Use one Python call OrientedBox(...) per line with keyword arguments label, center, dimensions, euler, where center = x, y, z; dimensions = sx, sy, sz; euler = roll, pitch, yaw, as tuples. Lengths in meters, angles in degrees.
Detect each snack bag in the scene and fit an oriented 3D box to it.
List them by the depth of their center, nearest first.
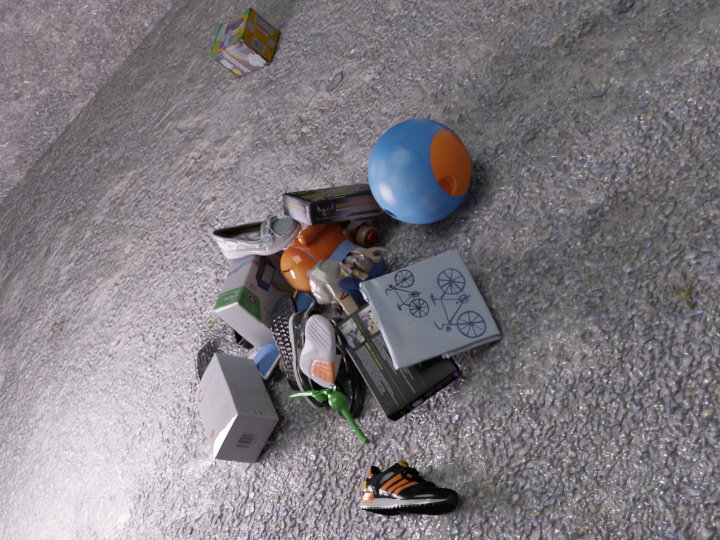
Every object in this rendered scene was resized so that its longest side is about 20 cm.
OrientedBox(label="snack bag", center=(0.119, 0.070, 1.493), dimensions=(0.199, 0.021, 0.189), euler=(-19, 62, -9))

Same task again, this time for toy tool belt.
OrientedBox(label="toy tool belt", center=(0.000, 0.000, 1.732), dimensions=(0.123, 0.125, 0.200), euler=(26, 68, 34))

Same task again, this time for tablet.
OrientedBox(label="tablet", center=(-0.167, 0.135, 1.871), dimensions=(0.200, 0.014, 0.130), euler=(-57, 23, -1))

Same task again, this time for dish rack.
OrientedBox(label="dish rack", center=(-0.327, 0.175, 2.006), dimensions=(0.200, 0.054, 0.154), euler=(-43, 39, 18))

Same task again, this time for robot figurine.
OrientedBox(label="robot figurine", center=(-0.087, -0.031, 1.807), dimensions=(0.200, 0.117, 0.144), euler=(-45, 1, -27))

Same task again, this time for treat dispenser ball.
OrientedBox(label="treat dispenser ball", center=(0.113, -0.190, 1.656), dimensions=(0.200, 0.201, 0.202), euler=(-27, 47, 33))

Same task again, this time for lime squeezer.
OrientedBox(label="lime squeezer", center=(-0.058, 0.250, 1.620), dimensions=(0.199, 0.071, 0.038), euler=(24, 48, 34))

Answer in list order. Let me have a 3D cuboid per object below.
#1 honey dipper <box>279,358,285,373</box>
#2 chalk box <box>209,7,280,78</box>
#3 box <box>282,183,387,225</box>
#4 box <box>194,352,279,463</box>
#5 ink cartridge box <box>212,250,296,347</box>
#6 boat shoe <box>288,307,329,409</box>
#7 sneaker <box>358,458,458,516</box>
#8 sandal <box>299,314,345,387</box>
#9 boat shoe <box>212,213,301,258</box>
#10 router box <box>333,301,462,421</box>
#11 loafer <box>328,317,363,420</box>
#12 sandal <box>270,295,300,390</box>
OrientedBox(label="honey dipper", center=(-0.084, 0.173, 1.757), dimensions=(0.199, 0.038, 0.038), euler=(-21, 51, 36))
OrientedBox(label="chalk box", center=(-0.359, -0.668, 2.565), dimensions=(0.199, 0.124, 0.124), euler=(-10, 58, 42))
OrientedBox(label="box", center=(-0.043, -0.141, 1.787), dimensions=(0.158, 0.199, 0.049), euler=(-155, 59, -62))
OrientedBox(label="box", center=(-0.264, 0.287, 1.804), dimensions=(0.125, 0.097, 0.200), euler=(-61, 36, 22))
OrientedBox(label="ink cartridge box", center=(-0.218, 0.042, 1.877), dimensions=(0.087, 0.145, 0.201), euler=(-21, 40, 35))
OrientedBox(label="boat shoe", center=(-0.091, 0.173, 1.698), dimensions=(0.067, 0.072, 0.201), euler=(-22, 72, 38))
OrientedBox(label="sneaker", center=(0.077, 0.355, 1.426), dimensions=(0.200, 0.070, 0.090), euler=(-17, 56, 42))
OrientedBox(label="sandal", center=(-0.061, 0.141, 1.581), dimensions=(0.079, 0.207, 0.059), euler=(32, 53, 17))
OrientedBox(label="boat shoe", center=(-0.220, -0.077, 1.821), dimensions=(0.201, 0.065, 0.075), euler=(-9, 47, 28))
OrientedBox(label="router box", center=(0.064, 0.142, 1.522), dimensions=(0.149, 0.051, 0.200), euler=(-35, 66, 7))
OrientedBox(label="loafer", center=(-0.041, 0.187, 1.655), dimensions=(0.072, 0.063, 0.201), euler=(-20, 61, 33))
OrientedBox(label="sandal", center=(-0.136, 0.150, 1.768), dimensions=(0.075, 0.045, 0.201), euler=(-27, 69, 35))
